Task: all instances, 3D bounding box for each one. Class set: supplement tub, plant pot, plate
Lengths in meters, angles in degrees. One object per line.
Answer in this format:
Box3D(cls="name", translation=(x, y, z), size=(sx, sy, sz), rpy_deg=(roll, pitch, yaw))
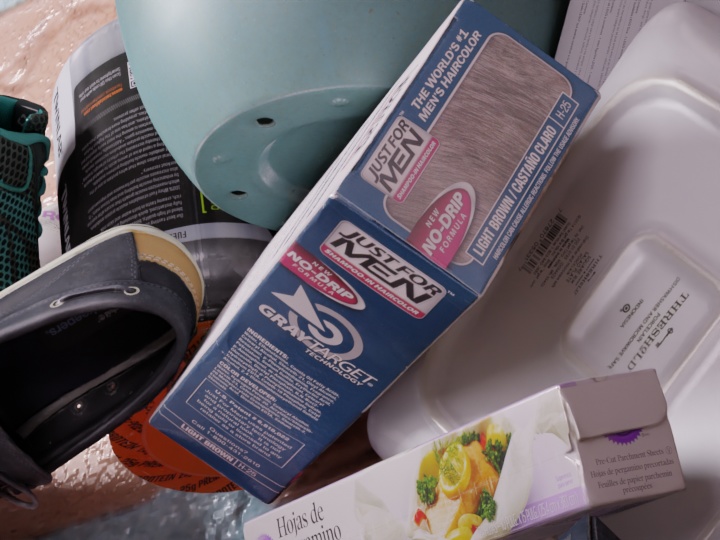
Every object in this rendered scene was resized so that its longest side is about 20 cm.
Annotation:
Box3D(cls="supplement tub", translation=(-0.070, -0.010, 0.989), size=(0.122, 0.123, 0.200), rpy_deg=(-33, 44, 24))
Box3D(cls="plant pot", translation=(-0.007, -0.110, 0.894), size=(0.200, 0.200, 0.161), rpy_deg=(-20, 59, 34))
Box3D(cls="plate", translation=(0.101, 0.022, 0.744), size=(0.200, 0.032, 0.200), rpy_deg=(-55, 43, 6))

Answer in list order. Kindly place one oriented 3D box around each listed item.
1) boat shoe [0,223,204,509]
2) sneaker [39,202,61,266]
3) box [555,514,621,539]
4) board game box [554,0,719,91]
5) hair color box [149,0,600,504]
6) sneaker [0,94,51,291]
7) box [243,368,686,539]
Box3D(cls="boat shoe", translation=(-0.146, 0.056, 0.868), size=(0.200, 0.075, 0.062), rpy_deg=(-33, 28, 6))
Box3D(cls="sneaker", translation=(-0.217, 0.019, 1.165), size=(0.200, 0.075, 0.100), rpy_deg=(-14, 41, 33))
Box3D(cls="box", translation=(0.080, 0.194, 0.656), size=(0.158, 0.200, 0.051), rpy_deg=(-45, 6, 12))
Box3D(cls="board game box", translation=(0.129, -0.075, 0.816), size=(0.126, 0.035, 0.200), rpy_deg=(6, 75, 41))
Box3D(cls="hair color box", translation=(0.000, 0.000, 0.806), size=(0.100, 0.060, 0.200), rpy_deg=(-58, 5, -33))
Box3D(cls="sneaker", translation=(-0.162, -0.030, 0.975), size=(0.078, 0.200, 0.091), rpy_deg=(36, 74, 31))
Box3D(cls="box", translation=(0.027, 0.077, 0.737), size=(0.200, 0.041, 0.039), rpy_deg=(-31, 68, 55))
